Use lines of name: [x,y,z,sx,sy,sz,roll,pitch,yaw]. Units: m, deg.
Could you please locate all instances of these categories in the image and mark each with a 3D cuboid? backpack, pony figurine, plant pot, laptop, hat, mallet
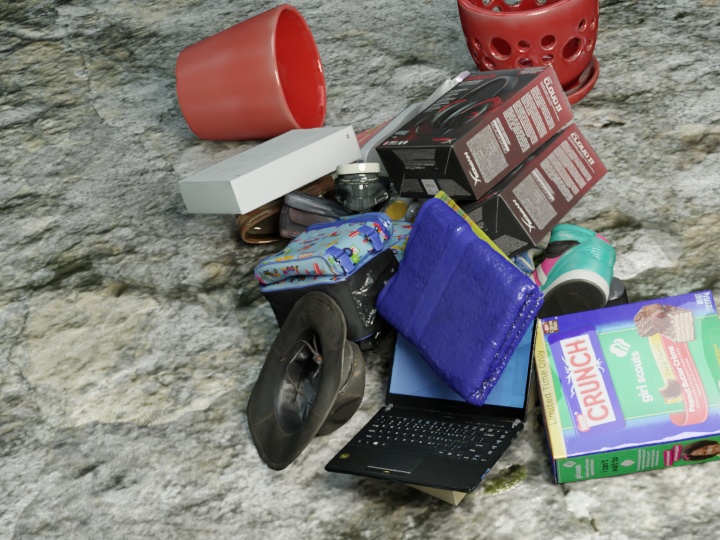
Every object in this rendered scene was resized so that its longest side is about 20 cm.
backpack: [0.000,0.000,1.574,0.200,0.135,0.182,-36,19,-36]
pony figurine: [0.114,-0.138,1.725,0.193,0.167,0.200,-35,17,14]
plant pot: [-0.167,-0.280,1.962,0.177,0.201,0.201,-9,37,19]
laptop: [0.075,0.127,1.378,0.177,0.104,0.200,3,27,34]
plant pot: [0.247,-0.340,1.905,0.199,0.183,0.201,-8,39,6]
hat: [-0.045,0.130,1.466,0.081,0.201,0.201,19,26,-30]
mallet: [0.247,0.087,1.470,0.041,0.066,0.200,16,47,30]

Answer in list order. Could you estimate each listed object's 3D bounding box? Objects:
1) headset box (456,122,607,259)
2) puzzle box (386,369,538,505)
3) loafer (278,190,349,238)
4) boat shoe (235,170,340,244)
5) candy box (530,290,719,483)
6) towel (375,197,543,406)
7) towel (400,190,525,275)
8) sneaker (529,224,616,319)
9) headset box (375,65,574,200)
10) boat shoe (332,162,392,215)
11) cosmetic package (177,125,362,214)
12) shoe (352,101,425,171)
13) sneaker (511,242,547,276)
headset box: [0.184,-0.082,1.540,0.149,0.077,0.200,-28,12,50]
puzzle box: [0.103,0.161,1.454,0.133,0.026,0.200,17,47,33]
loafer: [-0.010,-0.046,1.705,0.199,0.063,0.072,19,13,5]
boat shoe: [-0.072,-0.076,1.768,0.199,0.076,0.072,-15,41,12]
candy box: [0.286,0.122,1.377,0.199,0.077,0.170,-11,56,6]
towel: [0.103,0.031,1.380,0.049,0.148,0.200,11,23,-36]
towel: [0.112,-0.004,1.428,0.018,0.086,0.200,16,23,-37]
sneaker: [0.218,0.011,1.494,0.200,0.084,0.121,-32,24,50]
headset box: [0.141,-0.167,1.550,0.200,0.075,0.148,-39,25,-26]
boat shoe: [0.004,-0.093,1.638,0.074,0.066,0.199,-4,-2,-2]
cosmetic package: [-0.121,-0.133,1.745,0.200,0.052,0.151,-28,16,-30]
shoe: [0.030,-0.183,1.864,0.091,0.072,0.200,4,31,39]
sneaker: [0.188,-0.001,1.588,0.199,0.077,0.076,0,41,20]
